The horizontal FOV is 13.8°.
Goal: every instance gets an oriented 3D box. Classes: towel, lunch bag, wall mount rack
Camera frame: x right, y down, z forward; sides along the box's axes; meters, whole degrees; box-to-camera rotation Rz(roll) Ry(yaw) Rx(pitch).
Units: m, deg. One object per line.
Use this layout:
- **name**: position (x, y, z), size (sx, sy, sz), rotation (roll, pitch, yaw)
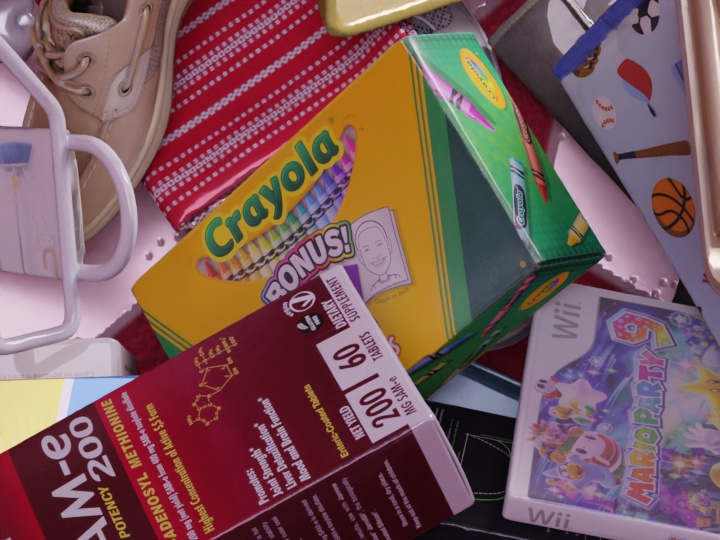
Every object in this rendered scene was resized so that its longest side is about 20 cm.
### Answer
- **towel**: position (-0.073, -0.132, 1.380), size (0.144, 0.022, 0.200), rotation (-33, 64, 3)
- **lunch bag**: position (0.218, -0.074, 1.307), size (0.200, 0.124, 0.170), rotation (-20, 76, -35)
- **wall mount rack**: position (-0.184, -0.055, 1.317), size (0.074, 0.200, 0.174), rotation (-12, 102, -39)

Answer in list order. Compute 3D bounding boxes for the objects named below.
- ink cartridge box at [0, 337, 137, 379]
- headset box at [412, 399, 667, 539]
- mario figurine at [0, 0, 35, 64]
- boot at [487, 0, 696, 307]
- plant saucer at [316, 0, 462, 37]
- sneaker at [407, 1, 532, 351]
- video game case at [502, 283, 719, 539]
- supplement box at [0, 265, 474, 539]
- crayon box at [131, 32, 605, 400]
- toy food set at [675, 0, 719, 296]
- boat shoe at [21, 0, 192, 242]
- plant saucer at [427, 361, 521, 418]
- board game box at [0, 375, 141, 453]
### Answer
- **ink cartridge box**: position (-0.174, 0.134, 1.354), size (0.147, 0.086, 0.201), rotation (-1, 84, 1)
- **headset box**: position (0.100, 0.167, 1.295), size (0.199, 0.093, 0.175), rotation (12, 121, 3)
- **mario figurine**: position (-0.199, -0.161, 1.391), size (0.199, 0.106, 0.124), rotation (-7, 119, 23)
- **boot**: position (0.130, -0.038, 1.370), size (0.182, 0.073, 0.200), rotation (-41, 90, -17)
- **plant saucer**: position (0.045, -0.224, 1.331), size (0.048, 0.200, 0.200), rotation (27, 126, 41)
- **sneaker**: position (0.040, -0.064, 1.370), size (0.075, 0.082, 0.200), rotation (-23, 83, -1)
- **video game case**: position (0.166, 0.071, 1.266), size (0.199, 0.018, 0.143), rotation (11, 40, 2)
- **supplement box**: position (-0.067, 0.093, 1.217), size (0.200, 0.061, 0.109), rotation (-30, 43, -3)
- **crayon box**: position (0.000, 0.000, 1.319), size (0.200, 0.058, 0.119), rotation (-41, 71, 33)
- **toy food set**: position (0.208, -0.073, 1.200), size (0.143, 0.060, 0.201), rotation (5, 66, -16)
- **boat shoe**: position (-0.119, -0.106, 1.328), size (0.072, 0.065, 0.200), rotation (34, 108, 34)
- **plant saucer**: position (0.082, 0.094, 1.383), size (0.200, 0.019, 0.070), rotation (24, 85, 4)
- **board game box**: position (-0.145, 0.123, 1.291), size (0.199, 0.040, 0.154), rotation (-2, 83, 1)
